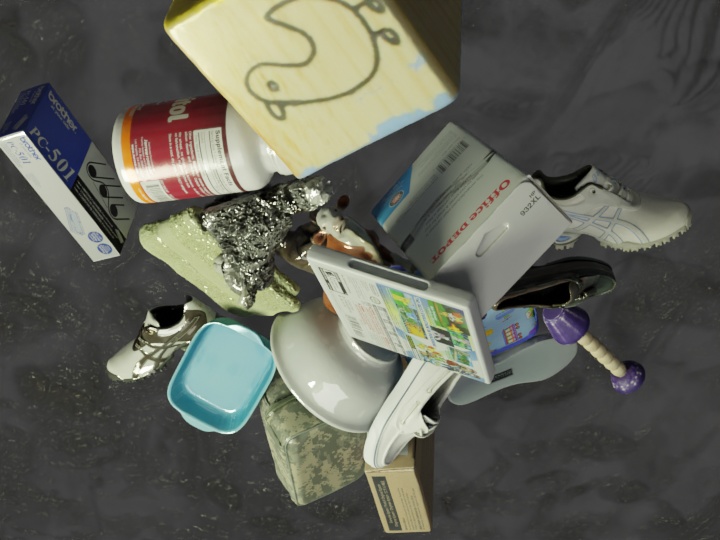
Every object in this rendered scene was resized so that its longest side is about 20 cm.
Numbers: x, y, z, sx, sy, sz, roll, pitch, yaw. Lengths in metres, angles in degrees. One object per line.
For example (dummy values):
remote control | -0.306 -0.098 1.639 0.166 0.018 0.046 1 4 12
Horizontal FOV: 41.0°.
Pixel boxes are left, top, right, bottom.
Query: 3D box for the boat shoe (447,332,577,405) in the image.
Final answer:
boat shoe | 0.202 0.125 1.346 0.199 0.068 0.074 -23 126 -5

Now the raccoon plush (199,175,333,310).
raccoon plush | -0.102 -0.026 1.108 0.200 0.097 0.134 0 118 48

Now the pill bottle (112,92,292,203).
pill bottle | -0.166 -0.141 1.085 0.200 0.113 0.113 -6 135 11

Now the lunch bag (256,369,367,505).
lunch bag | -0.080 0.213 1.406 0.139 0.168 0.200 -26 140 -17

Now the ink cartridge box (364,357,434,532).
ink cartridge box | 0.061 0.252 1.400 0.075 0.200 0.165 -5 134 12

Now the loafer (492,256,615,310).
loafer | 0.236 0.027 1.208 0.200 0.063 0.072 -1 133 -20

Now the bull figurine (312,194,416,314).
bull figurine | 0.000 0.000 1.138 0.121 0.065 0.200 34 152 17

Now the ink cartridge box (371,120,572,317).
ink cartridge box | 0.114 -0.059 1.044 0.084 0.200 0.145 39 98 -29

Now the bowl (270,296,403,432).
bowl | -0.012 0.105 1.266 0.201 0.201 0.090 32 123 -24

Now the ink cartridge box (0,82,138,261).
ink cartridge box | -0.344 -0.114 1.147 0.044 0.094 0.200 -13 133 19

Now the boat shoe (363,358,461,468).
boat shoe | 0.071 0.182 1.237 0.074 0.065 0.200 -4 125 -55

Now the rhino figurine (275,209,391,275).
rhino figurine | -0.065 -0.032 1.223 0.200 0.060 0.087 21 144 -10

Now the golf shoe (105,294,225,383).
golf shoe | -0.291 0.091 1.372 0.200 0.078 0.095 -25 126 15

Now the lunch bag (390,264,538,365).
lunch bag | 0.146 0.052 1.275 0.200 0.094 0.151 -15 130 9

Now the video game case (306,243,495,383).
video game case | 0.049 0.050 1.035 0.182 0.022 0.200 18 157 22

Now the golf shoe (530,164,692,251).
golf shoe | 0.288 -0.078 1.127 0.200 0.078 0.097 -2 130 7

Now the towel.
towel | -0.181 -0.004 1.247 0.200 0.036 0.148 43 146 -26

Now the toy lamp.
toy lamp | 0.316 0.103 1.312 0.058 0.058 0.200 -29 128 31

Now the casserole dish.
casserole dish | -0.188 0.142 1.330 0.121 0.039 0.200 29 121 -4

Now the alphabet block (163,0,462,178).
alphabet block | -0.034 -0.245 0.903 0.195 0.196 0.200 -25 128 26
